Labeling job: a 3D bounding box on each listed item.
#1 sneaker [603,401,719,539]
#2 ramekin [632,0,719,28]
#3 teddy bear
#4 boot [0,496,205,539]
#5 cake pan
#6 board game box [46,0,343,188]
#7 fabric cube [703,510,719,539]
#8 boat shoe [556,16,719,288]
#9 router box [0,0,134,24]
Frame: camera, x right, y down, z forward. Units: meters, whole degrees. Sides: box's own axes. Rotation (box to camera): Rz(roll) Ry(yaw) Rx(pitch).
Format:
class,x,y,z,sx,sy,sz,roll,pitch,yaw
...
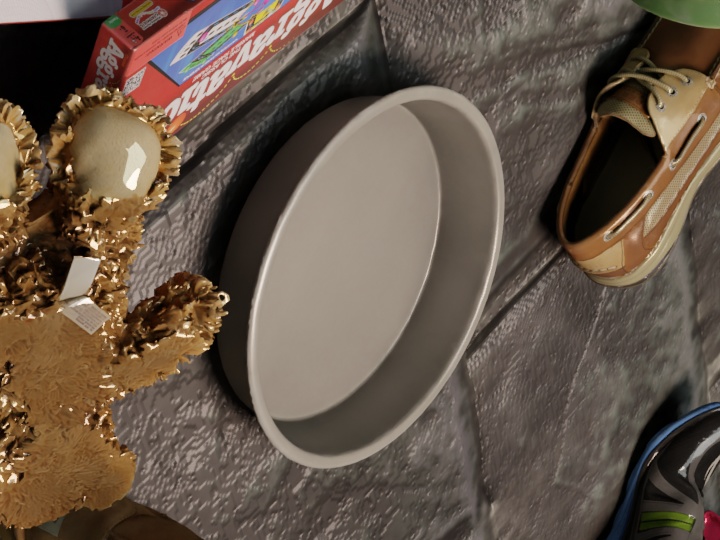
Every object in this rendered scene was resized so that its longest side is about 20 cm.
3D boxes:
class,x,y,z,sx,sy,sz,roll,pitch,yaw
sneaker,0.214,0.184,1.315,0.200,0.083,0.071,-61,145,-11
ramekin,0.209,-0.226,0.985,0.200,0.200,0.098,-50,135,-24
teddy bear,-0.127,0.010,0.745,0.145,0.067,0.200,-23,136,-12
boot,-0.052,0.164,0.837,0.066,0.200,0.175,-60,145,-11
cake pan,0.000,0.000,0.960,0.200,0.037,0.201,-30,131,-41
board game box,-0.048,-0.110,0.792,0.200,0.019,0.103,-44,171,-39
fabric cube,0.296,0.321,1.372,0.196,0.200,0.199,-52,145,3
boat shoe,0.174,-0.087,1.118,0.074,0.076,0.200,23,88,-53
router box,-0.133,-0.186,0.664,0.179,0.049,0.200,-14,120,-50
